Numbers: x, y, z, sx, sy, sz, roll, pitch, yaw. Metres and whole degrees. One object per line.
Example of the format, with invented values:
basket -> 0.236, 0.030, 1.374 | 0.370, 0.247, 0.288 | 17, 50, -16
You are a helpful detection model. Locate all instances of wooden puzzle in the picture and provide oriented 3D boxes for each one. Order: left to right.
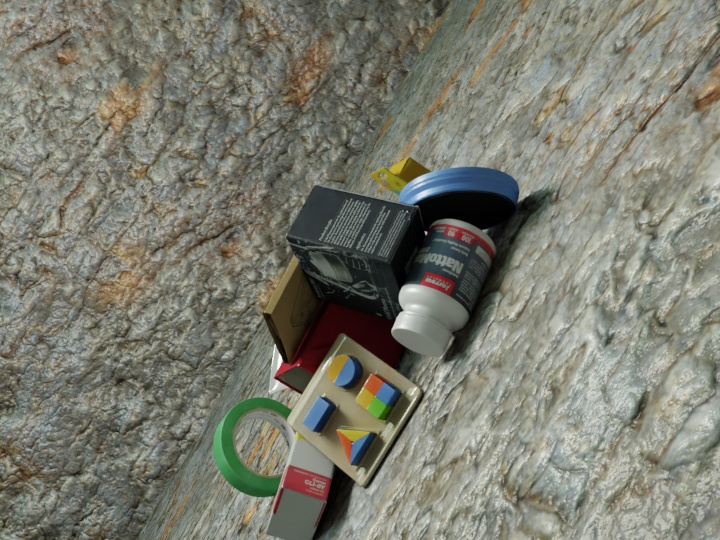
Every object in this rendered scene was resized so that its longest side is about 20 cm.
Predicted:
wooden puzzle -> -0.020, 0.225, 1.242 | 0.200, 0.046, 0.186 | 33, 92, 34

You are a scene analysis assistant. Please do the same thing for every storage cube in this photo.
storage cube -> -0.034, 0.161, 1.437 | 0.180, 0.170, 0.200 | -62, 11, -25

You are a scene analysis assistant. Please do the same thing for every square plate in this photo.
square plate -> -0.150, 0.184, 1.764 | 0.198, 0.028, 0.201 | -25, 54, 52

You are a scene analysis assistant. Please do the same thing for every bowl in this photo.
bowl -> 0.165, -0.111, 1.248 | 0.201, 0.199, 0.040 | 142, 131, -60

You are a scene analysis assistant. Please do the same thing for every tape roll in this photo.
tape roll -> -0.204, 0.365, 1.553 | 0.048, 0.200, 0.201 | -47, 17, 45

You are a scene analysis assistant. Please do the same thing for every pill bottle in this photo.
pill bottle -> 0.130, 0.030, 1.199 | 0.201, 0.119, 0.120 | -64, 13, -22

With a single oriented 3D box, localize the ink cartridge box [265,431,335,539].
ink cartridge box -> -0.092, 0.354, 1.321 | 0.201, 0.083, 0.146 | -75, 2, -52

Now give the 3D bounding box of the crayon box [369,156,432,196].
crayon box -> 0.124, -0.165, 1.517 | 0.051, 0.199, 0.127 | -60, 12, -7

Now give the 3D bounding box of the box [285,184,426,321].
box -> 0.006, -0.026, 1.282 | 0.124, 0.196, 0.200 | -61, -28, -26

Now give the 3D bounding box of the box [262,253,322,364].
box -> -0.107, 0.045, 1.347 | 0.164, 0.021, 0.201 | 77, -148, -51
